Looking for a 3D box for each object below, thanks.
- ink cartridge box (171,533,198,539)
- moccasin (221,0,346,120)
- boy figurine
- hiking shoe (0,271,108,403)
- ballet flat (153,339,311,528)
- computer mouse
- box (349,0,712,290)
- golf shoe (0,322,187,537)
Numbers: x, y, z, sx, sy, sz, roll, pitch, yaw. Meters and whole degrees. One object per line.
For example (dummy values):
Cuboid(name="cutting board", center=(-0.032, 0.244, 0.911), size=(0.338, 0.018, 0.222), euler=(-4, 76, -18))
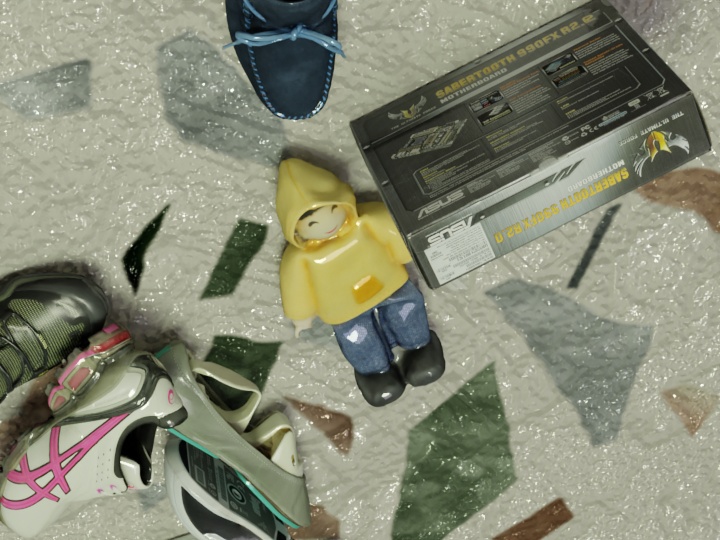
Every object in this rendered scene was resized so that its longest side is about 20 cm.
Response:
Cuboid(name="ink cartridge box", center=(-0.140, 0.296, 1.233), size=(0.145, 0.200, 0.084), euler=(-17, 123, -6))
Cuboid(name="moccasin", center=(-0.052, -0.177, 1.032), size=(0.080, 0.068, 0.201), euler=(-15, 125, -7))
Cuboid(name="boy figurine", center=(0.000, 0.000, 1.167), size=(0.124, 0.065, 0.200), euler=(-23, 129, 2))
Cuboid(name="hiking shoe", center=(-0.255, 0.075, 1.114), size=(0.199, 0.101, 0.076), euler=(-27, 126, 1))
Cuboid(name="ballet flat", center=(-0.084, 0.120, 1.218), size=(0.064, 0.067, 0.200), euler=(-44, 124, 3))
Cuboid(name="computer mouse", center=(-0.084, 0.199, 1.258), size=(0.044, 0.110, 0.200), euler=(-42, 114, 14))
Cuboid(name="box", center=(0.105, -0.087, 1.083), size=(0.199, 0.159, 0.048), euler=(-27, 124, 1))
Cuboid(name="golf shoe", center=(-0.191, 0.132, 1.156), size=(0.073, 0.092, 0.200), euler=(-32, 162, -52))
